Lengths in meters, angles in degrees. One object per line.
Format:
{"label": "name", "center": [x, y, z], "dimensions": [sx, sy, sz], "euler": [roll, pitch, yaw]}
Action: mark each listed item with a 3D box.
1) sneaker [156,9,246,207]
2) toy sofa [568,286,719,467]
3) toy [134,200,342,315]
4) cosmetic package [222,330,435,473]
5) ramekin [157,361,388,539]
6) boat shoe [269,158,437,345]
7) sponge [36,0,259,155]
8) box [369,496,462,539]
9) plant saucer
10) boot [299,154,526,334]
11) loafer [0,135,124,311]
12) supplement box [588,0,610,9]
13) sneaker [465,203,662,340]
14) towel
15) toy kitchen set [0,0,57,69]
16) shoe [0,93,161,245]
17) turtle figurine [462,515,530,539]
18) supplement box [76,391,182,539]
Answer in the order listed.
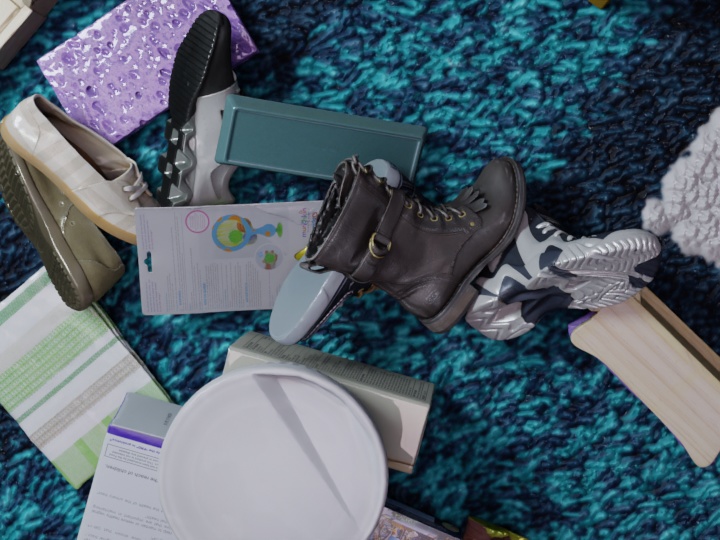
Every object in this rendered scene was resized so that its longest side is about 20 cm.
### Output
{"label": "sneaker", "center": [-0.138, -0.153, 1.201], "dimensions": [0.088, 0.074, 0.201], "euler": [0, 117, -29]}
{"label": "toy sofa", "center": [0.293, 0.084, 1.179], "dimensions": [0.200, 0.083, 0.098], "euler": [44, 103, 0]}
{"label": "toy", "center": [-0.117, -0.019, 1.224], "dimensions": [0.199, 0.047, 0.116], "euler": [-1, 115, -3]}
{"label": "cosmetic package", "center": [-0.032, 0.126, 1.208], "dimensions": [0.199, 0.104, 0.073], "euler": [15, 98, 5]}
{"label": "ramekin", "center": [-0.075, 0.174, 1.113], "dimensions": [0.201, 0.094, 0.203], "euler": [0, 99, 1]}
{"label": "boat shoe", "center": [0.000, 0.000, 1.181], "dimensions": [0.091, 0.071, 0.201], "euler": [35, 86, -32]}
{"label": "sponge", "center": [-0.210, -0.213, 1.230], "dimensions": [0.200, 0.030, 0.112], "euler": [-31, 93, 7]}
{"label": "box", "center": [0.003, 0.329, 1.256], "dimensions": [0.136, 0.038, 0.201], "euler": [23, 98, 3]}
{"label": "plant saucer", "center": [-0.036, -0.118, 1.186], "dimensions": [0.199, 0.019, 0.070], "euler": [7, 114, -15]}
{"label": "boot", "center": [0.051, -0.053, 1.128], "dimensions": [0.174, 0.069, 0.200], "euler": [34, 76, -28]}
{"label": "loafer", "center": [-0.301, -0.055, 1.237], "dimensions": [0.067, 0.076, 0.201], "euler": [-22, 81, -34]}
{"label": "supplement box", "center": [0.209, -0.381, 1.115], "dimensions": [0.197, 0.133, 0.200], "euler": [38, 98, 1]}
{"label": "sneaker", "center": [0.187, -0.024, 1.152], "dimensions": [0.079, 0.130, 0.199], "euler": [33, 136, -28]}
{"label": "towel", "center": [-0.301, 0.106, 1.276], "dimensions": [0.149, 0.031, 0.200], "euler": [-37, 93, 10]}
{"label": "toy kitchen set", "center": [-0.398, -0.288, 1.166], "dimensions": [0.163, 0.180, 0.200], "euler": [42, 94, 2]}
{"label": "shoe", "center": [-0.257, -0.094, 1.205], "dimensions": [0.200, 0.070, 0.053], "euler": [39, 119, -17]}
{"label": "turtle figurine", "center": [0.112, 0.330, 1.218], "dimensions": [0.200, 0.064, 0.162], "euler": [27, 82, -36]}
{"label": "supplement box", "center": [-0.217, 0.238, 1.226], "dimensions": [0.103, 0.101, 0.201], "euler": [15, 102, -4]}
